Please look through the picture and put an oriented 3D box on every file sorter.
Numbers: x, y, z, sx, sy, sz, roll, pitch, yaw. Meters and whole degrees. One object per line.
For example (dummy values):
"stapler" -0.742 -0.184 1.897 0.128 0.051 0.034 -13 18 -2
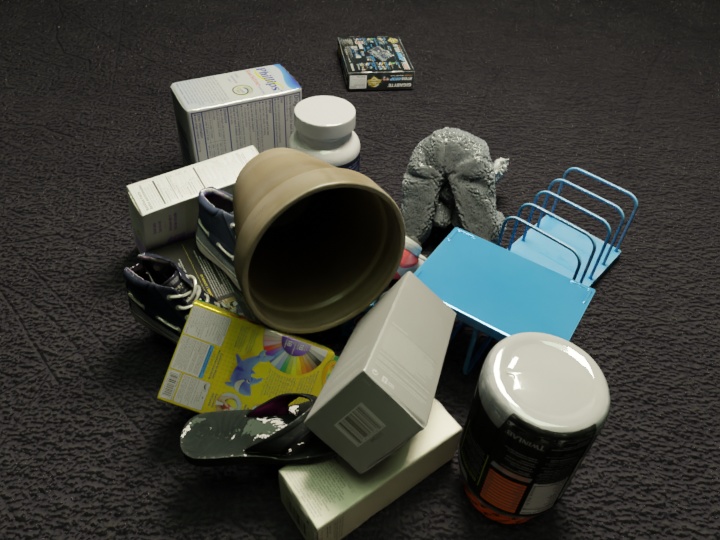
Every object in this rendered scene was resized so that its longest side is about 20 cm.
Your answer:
"file sorter" 0.172 0.063 0.770 0.199 0.124 0.139 27 48 23
"file sorter" 0.315 -0.053 0.912 0.138 0.124 0.199 34 52 29

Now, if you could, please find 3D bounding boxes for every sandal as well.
"sandal" -0.090 0.165 0.619 0.198 0.048 0.076 -7 41 -9

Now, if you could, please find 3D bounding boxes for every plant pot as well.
"plant pot" -0.073 -0.056 0.702 0.198 0.202 0.174 -18 43 -22

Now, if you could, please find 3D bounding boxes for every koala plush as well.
"koala plush" 0.166 -0.152 0.983 0.175 0.186 0.200 4 20 22

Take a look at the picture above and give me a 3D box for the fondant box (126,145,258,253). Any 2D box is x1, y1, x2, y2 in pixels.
"fondant box" -0.244 -0.098 0.896 0.198 0.145 0.059 -24 71 -27

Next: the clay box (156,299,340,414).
"clay box" -0.117 0.123 0.681 0.198 0.048 0.116 22 87 -10

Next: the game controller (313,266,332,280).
"game controller" -0.063 -0.037 0.843 0.104 0.042 0.200 -27 41 -19

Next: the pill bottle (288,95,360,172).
"pill bottle" -0.058 -0.167 0.946 0.114 0.202 0.117 2 44 -2

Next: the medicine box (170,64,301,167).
"medicine box" -0.206 -0.235 1.019 0.198 0.184 0.103 -19 48 -22

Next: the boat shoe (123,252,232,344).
"boat shoe" -0.204 0.051 0.716 0.198 0.093 0.075 21 51 11

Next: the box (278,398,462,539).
"box" 0.012 0.214 0.652 0.198 0.069 0.082 -24 50 -27

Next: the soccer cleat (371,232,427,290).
"soccer cleat" 0.060 0.001 0.822 0.068 0.200 0.074 29 86 21

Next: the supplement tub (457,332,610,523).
"supplement tub" 0.169 0.172 0.611 0.121 0.202 0.123 2 43 -2

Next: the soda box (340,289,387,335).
"soda box" 0.000 0.000 0.876 0.067 0.065 0.201 -1 45 -5

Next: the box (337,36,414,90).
"box" 0.033 -0.499 1.408 0.157 0.046 0.201 -4 44 -9

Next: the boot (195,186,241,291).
"boot" -0.154 -0.032 0.799 0.199 0.091 0.073 31 45 22

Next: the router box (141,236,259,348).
"router box" -0.210 0.032 0.834 0.148 0.051 0.201 -19 50 -22

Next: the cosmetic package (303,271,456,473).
"cosmetic package" 0.029 0.100 0.632 0.090 0.107 0.200 42 33 -3
